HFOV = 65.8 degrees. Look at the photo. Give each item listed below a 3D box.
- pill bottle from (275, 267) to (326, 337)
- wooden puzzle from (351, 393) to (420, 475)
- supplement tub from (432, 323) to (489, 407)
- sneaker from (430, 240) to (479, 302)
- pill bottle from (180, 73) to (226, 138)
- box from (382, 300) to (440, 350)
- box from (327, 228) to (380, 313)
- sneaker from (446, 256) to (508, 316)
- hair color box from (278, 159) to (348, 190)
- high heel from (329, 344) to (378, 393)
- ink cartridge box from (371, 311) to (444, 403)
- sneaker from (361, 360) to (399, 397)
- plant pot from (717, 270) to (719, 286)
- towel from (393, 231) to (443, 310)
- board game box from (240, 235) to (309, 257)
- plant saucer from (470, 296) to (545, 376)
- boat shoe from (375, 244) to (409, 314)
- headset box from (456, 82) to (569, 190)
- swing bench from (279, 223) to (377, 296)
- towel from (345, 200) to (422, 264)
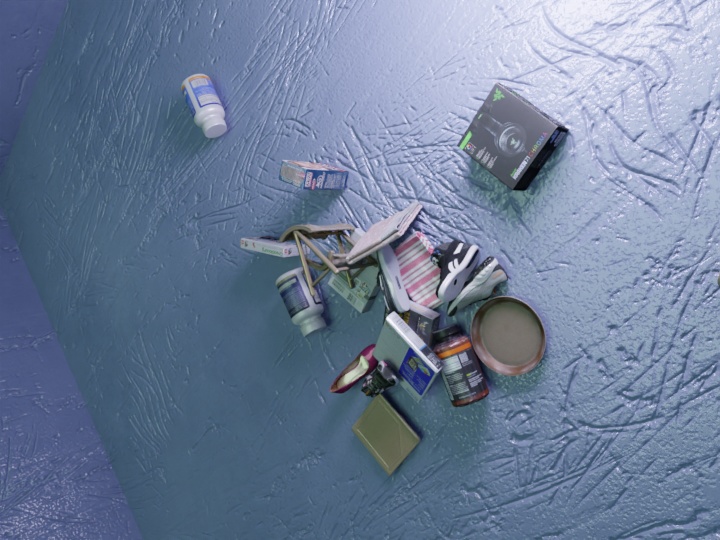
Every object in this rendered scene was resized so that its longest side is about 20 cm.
[{"bbox_3d":[-0.184,0.103,1.772,0.111,0.110,0.202,-34,76,35],"label":"pill bottle"},{"bbox_3d":[0.077,0.491,1.681,0.185,0.037,0.201,46,125,23],"label":"wooden puzzle"},{"bbox_3d":[0.257,0.247,1.465,0.106,0.106,0.203,-25,80,36],"label":"supplement tub"},{"bbox_3d":[0.214,-0.001,1.418,0.111,0.200,0.074,16,135,32],"label":"sneaker"},{"bbox_3d":[-0.542,-0.572,1.949,0.111,0.111,0.202,-33,77,35],"label":"pill bottle"},{"bbox_3d":[0.135,0.189,1.567,0.157,0.048,0.203,24,119,33],"label":"box"},{"bbox_3d":[0.000,0.000,1.664,0.155,0.041,0.202,39,118,26],"label":"box"},{"bbox_3d":[0.295,0.057,1.429,0.079,0.074,0.200,40,119,-3],"label":"sneaker"},{"bbox_3d":[-0.133,-0.277,1.626,0.099,0.199,0.061,24,110,31],"label":"hair color box"},{"bbox_3d":[-0.018,0.299,1.683,0.200,0.095,0.068,-48,69,31],"label":"high heel"},{"bbox_3d":[0.125,0.240,1.517,0.198,0.043,0.201,45,147,20],"label":"ink cartridge box"},{"bbox_3d":[0.050,0.323,1.585,0.080,0.086,0.201,45,160,12],"label":"sneaker"},{"bbox_3d":[0.774,0.013,1.008,0.183,0.198,0.203,39,118,39],"label":"plant pot"},{"bbox_3d":[0.166,0.011,1.525,0.146,0.030,0.201,-38,86,34],"label":"towel"},{"bbox_3d":[-0.277,-0.079,1.808,0.198,0.125,0.035,12,103,35],"label":"board game box"},{"bbox_3d":[0.375,0.163,1.411,0.198,0.032,0.204,7,101,36],"label":"plant saucer"},{"bbox_3d":[0.072,0.022,1.516,0.067,0.071,0.203,-21,86,34],"label":"boat shoe"},{"bbox_3d":[0.353,-0.319,1.323,0.200,0.092,0.175,46,120,23],"label":"headset box"},{"bbox_3d":[-0.089,-0.053,1.576,0.130,0.198,0.202,-41,72,33],"label":"swing bench"},{"bbox_3d":[0.063,-0.106,1.509,0.190,0.200,0.032,-29,104,35],"label":"towel"}]
